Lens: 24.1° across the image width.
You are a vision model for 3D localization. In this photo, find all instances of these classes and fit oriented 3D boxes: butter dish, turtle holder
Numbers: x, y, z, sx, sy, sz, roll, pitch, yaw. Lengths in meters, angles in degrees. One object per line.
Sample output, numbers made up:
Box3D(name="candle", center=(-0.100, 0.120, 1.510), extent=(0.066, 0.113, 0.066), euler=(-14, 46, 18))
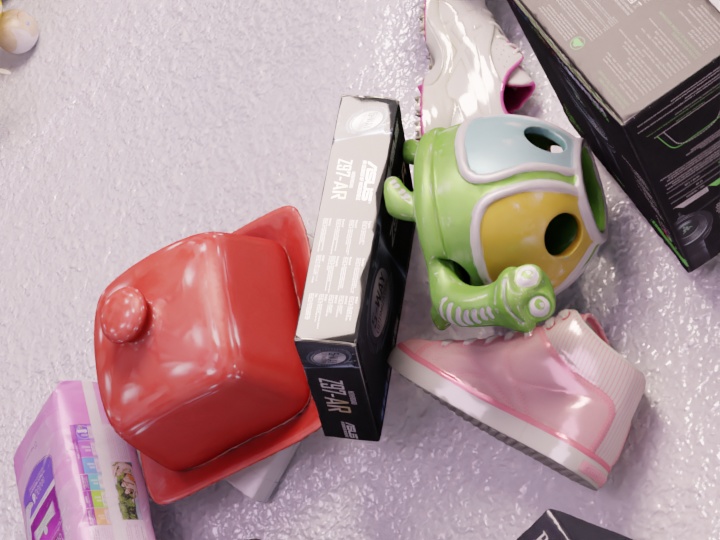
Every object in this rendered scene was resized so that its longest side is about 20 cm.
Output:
Box3D(name="butter dish", center=(-0.139, 0.052, 1.301), extent=(0.200, 0.148, 0.200), euler=(-28, 58, 27))
Box3D(name="turtle holder", center=(0.096, -0.037, 1.163), extent=(0.132, 0.185, 0.141), euler=(-13, 95, 17))

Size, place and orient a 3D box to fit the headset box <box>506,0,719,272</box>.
Box3D(name="headset box", center=(0.190, -0.120, 1.112), extent=(0.093, 0.200, 0.174), euler=(-35, 53, 3))

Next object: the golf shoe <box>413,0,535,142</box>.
Box3D(name="golf shoe", center=(0.090, -0.162, 1.300), extent=(0.091, 0.075, 0.200), euler=(-3, 66, 13))

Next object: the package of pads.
Box3D(name="package of pads", center=(-0.223, 0.203, 1.374), extent=(0.121, 0.076, 0.200), euler=(-57, 41, 43))

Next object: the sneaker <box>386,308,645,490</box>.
Box3D(name="sneaker", center=(0.114, 0.068, 1.179), extent=(0.200, 0.075, 0.105), euler=(26, 83, 43))

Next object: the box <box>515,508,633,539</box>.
Box3D(name="box", center=(0.128, 0.292, 1.047), extent=(0.200, 0.117, 0.197), euler=(-47, 50, 13))

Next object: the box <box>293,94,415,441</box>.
Box3D(name="box", center=(0.000, 0.000, 1.214), extent=(0.043, 0.160, 0.200), euler=(5, 61, 10))

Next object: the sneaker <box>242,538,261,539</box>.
Box3D(name="sneaker", center=(-0.071, 0.238, 1.259), extent=(0.200, 0.080, 0.086), euler=(-12, 55, 29))

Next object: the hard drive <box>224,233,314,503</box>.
Box3D(name="hard drive", center=(-0.073, 0.068, 1.358), extent=(0.132, 0.027, 0.200), euler=(31, 93, 42))

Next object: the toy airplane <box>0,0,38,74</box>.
Box3D(name="toy airplane", center=(-0.394, -0.237, 1.685), extent=(0.199, 0.141, 0.200), euler=(176, 104, -78))
